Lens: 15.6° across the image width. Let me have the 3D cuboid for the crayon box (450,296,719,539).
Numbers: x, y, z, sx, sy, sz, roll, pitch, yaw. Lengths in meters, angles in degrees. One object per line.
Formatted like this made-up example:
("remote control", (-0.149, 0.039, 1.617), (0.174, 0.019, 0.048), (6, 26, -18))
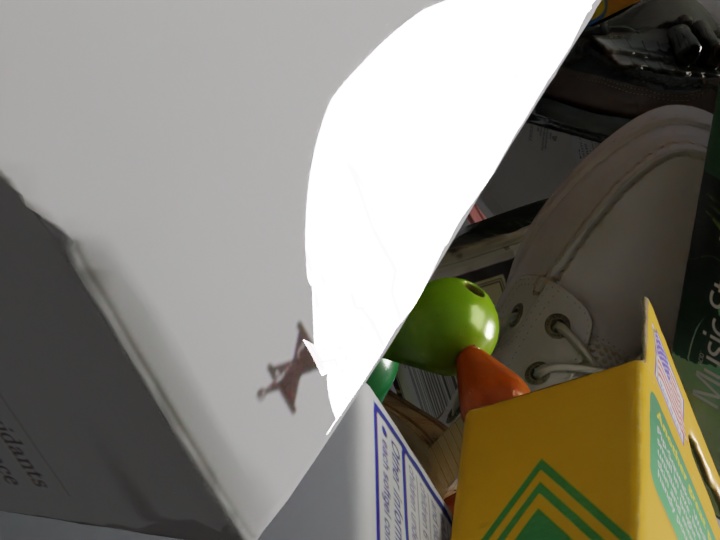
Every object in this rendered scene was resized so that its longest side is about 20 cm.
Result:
("crayon box", (0.064, 0.112, 0.616), (0.200, 0.051, 0.126), (-77, 146, -61))

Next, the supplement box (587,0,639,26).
("supplement box", (0.025, -0.100, 0.795), (0.066, 0.199, 0.069), (27, 48, -42))

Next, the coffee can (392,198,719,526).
("coffee can", (0.097, 0.073, 0.983), (0.146, 0.146, 0.201), (-29, 101, -75))

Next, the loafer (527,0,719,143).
("loafer", (0.096, -0.076, 0.939), (0.200, 0.071, 0.063), (-152, -106, -74))

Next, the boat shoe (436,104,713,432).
("boat shoe", (0.067, 0.042, 0.845), (0.071, 0.201, 0.069), (27, 17, -8))

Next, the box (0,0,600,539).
("box", (-0.060, -0.090, 0.502), (0.200, 0.130, 0.199), (-56, 134, -34))

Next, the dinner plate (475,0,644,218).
("dinner plate", (0.079, -0.063, 1.099), (0.024, 0.200, 0.201), (-33, 111, -28))

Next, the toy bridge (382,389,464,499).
("toy bridge", (0.000, 0.000, 0.856), (0.027, 0.067, 0.201), (12, 42, -41))

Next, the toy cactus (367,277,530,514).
("toy cactus", (-0.013, 0.044, 0.758), (0.166, 0.102, 0.200), (89, -22, -48))

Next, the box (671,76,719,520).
("box", (0.159, -0.034, 0.824), (0.144, 0.036, 0.201), (-28, 135, -38))

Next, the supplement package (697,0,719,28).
("supplement package", (0.204, -0.020, 0.988), (0.117, 0.117, 0.201), (-134, -155, -66))

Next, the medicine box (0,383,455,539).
("medicine box", (-0.005, 0.164, 0.607), (0.183, 0.102, 0.200), (-92, 159, -45))
